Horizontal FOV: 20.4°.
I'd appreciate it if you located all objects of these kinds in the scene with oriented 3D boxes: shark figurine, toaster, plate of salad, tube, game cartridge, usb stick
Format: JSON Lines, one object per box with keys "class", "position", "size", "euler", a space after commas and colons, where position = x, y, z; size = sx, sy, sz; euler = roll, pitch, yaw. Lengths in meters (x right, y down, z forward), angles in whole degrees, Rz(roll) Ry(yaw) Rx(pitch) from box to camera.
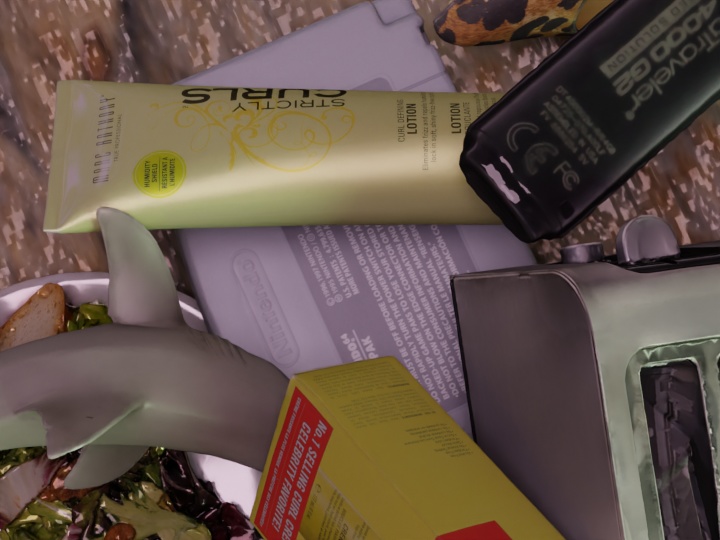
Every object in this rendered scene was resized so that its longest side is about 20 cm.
{"class": "shark figurine", "position": [-0.122, 0.065, 0.732], "size": [0.213, 0.090, 0.129], "euler": [-21, 110, 2]}
{"class": "toaster", "position": [0.139, 0.079, 0.740], "size": [0.179, 0.119, 0.202], "euler": [-6, 86, -22]}
{"class": "plate of salad", "position": [-0.118, 0.100, 0.831], "size": [0.198, 0.048, 0.202], "euler": [-1, 84, 5]}
{"class": "tube", "position": [-0.021, -0.044, 0.772], "size": [0.198, 0.058, 0.052], "euler": [1, 101, -1]}
{"class": "game cartridge", "position": [0.000, 0.000, 0.816], "size": [0.132, 0.040, 0.201], "euler": [-23, 82, -11]}
{"class": "usb stick", "position": [0.121, -0.088, 0.753], "size": [0.200, 0.033, 0.056], "euler": [-41, 93, -15]}

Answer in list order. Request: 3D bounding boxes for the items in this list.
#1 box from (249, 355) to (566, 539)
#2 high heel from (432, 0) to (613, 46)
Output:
{"class": "box", "position": [0.038, 0.117, 0.682], "size": [0.200, 0.050, 0.076], "euler": [48, 132, 39]}
{"class": "high heel", "position": [0.141, -0.091, 0.806], "size": [0.199, 0.071, 0.143], "euler": [-23, 76, -7]}
